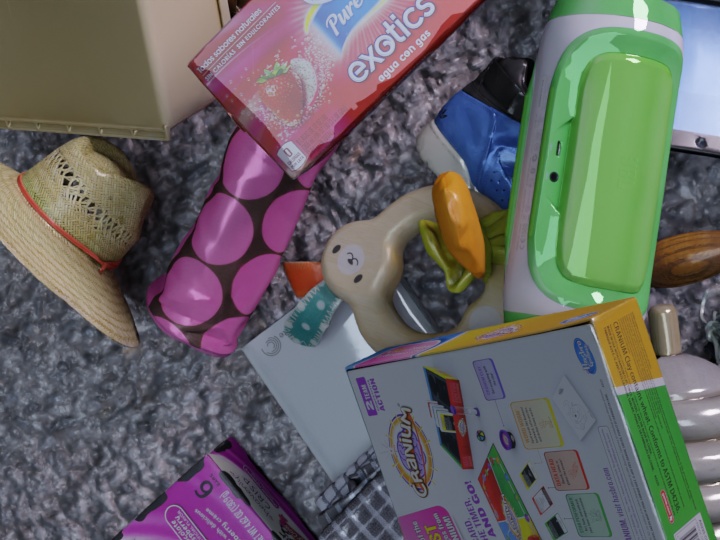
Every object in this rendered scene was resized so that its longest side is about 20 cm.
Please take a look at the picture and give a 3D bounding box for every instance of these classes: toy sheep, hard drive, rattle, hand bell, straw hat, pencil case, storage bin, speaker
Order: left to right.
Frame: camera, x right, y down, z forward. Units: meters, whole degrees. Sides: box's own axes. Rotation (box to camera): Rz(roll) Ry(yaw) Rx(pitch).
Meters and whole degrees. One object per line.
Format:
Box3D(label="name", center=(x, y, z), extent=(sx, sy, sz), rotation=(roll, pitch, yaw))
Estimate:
Box3D(label="storage bin", center=(-0.202, -0.203, 0.759), extent=(0.197, 0.094, 0.202), rotation=(7, 121, 25))
Box3D(label="straw hat", center=(-0.192, -0.045, 0.776), extent=(0.085, 0.201, 0.201), rotation=(-42, 85, 0))
Box3D(label="pencil case", center=(-0.084, -0.042, 0.801), extent=(0.090, 0.094, 0.201), rotation=(22, 102, -35))
Box3D(label="rattle", center=(0.000, 0.000, 0.710), extent=(0.198, 0.143, 0.132), rotation=(5, 96, 28))
Box3D(label="hard drive", center=(0.020, 0.101, 0.817), extent=(0.132, 0.027, 0.201), rotation=(-36, 86, 14))
Box3D(label="speaker", center=(0.135, -0.054, 0.646), extent=(0.088, 0.088, 0.202), rotation=(9, 89, 12))
Box3D(label="toy sheep", center=(0.188, 0.122, 0.670), extent=(0.137, 0.138, 0.202), rotation=(-2, 98, 13))
Box3D(label="hand bell", center=(0.256, -0.021, 0.680), extent=(0.199, 0.104, 0.105), rotation=(-16, 91, 30))

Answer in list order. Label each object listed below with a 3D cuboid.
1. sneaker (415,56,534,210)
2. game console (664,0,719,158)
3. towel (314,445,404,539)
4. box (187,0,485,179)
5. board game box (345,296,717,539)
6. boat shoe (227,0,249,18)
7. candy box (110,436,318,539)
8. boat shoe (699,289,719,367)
Box3D(label="sneaker", center=(0.140, -0.058, 0.749), extent=(0.200, 0.077, 0.111), rotation=(48, 112, 12))
Box3D(label="game console", center=(0.228, -0.173, 0.682), extent=(0.198, 0.119, 0.172), rotation=(9, 132, 4))
Box3D(label="towel", center=(0.083, 0.189, 0.756), extent=(0.165, 0.086, 0.200), rotation=(-40, 96, 13))
Box3D(label="box", center=(0.003, -0.159, 0.674), extent=(0.200, 0.100, 0.096), rotation=(-43, 94, 10))
Box3D(label="board game box", center=(0.089, 0.107, 0.624), extent=(0.199, 0.040, 0.154), rotation=(-15, 95, 49))
Box3D(label="boat shoe", center=(-0.102, -0.215, 0.798), extent=(0.199, 0.068, 0.072), rotation=(23, 99, 10))
Box3D(label="candy box", center=(-0.134, 0.245, 0.847), extent=(0.200, 0.061, 0.137), rotation=(-43, 85, 13))
Box3D(label="boat shoe", center=(0.254, 0.061, 0.738), extent=(0.061, 0.075, 0.202), rotation=(16, 107, 0))
